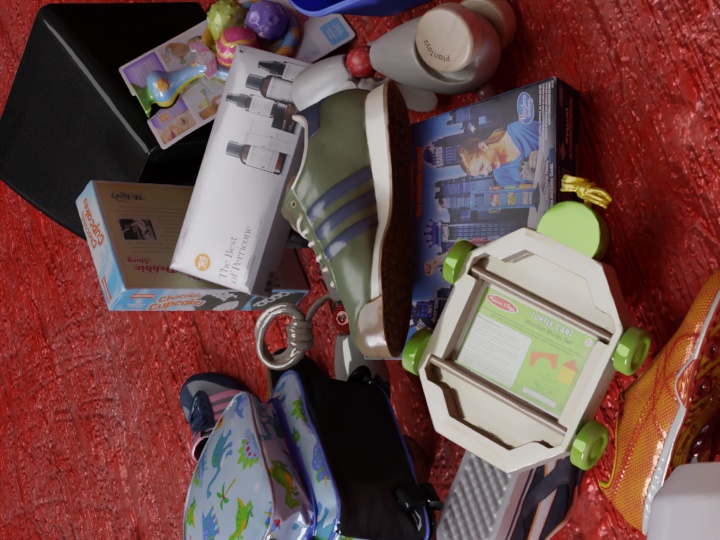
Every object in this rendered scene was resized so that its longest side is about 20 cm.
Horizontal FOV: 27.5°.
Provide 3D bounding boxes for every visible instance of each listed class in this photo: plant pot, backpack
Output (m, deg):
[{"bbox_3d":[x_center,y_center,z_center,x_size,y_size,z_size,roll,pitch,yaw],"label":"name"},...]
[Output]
[{"bbox_3d":[-0.220,-0.129,1.449,0.178,0.199,0.201,50,128,27],"label":"plant pot"},{"bbox_3d":[-0.053,0.196,1.117,0.183,0.146,0.201,-115,41,-52],"label":"backpack"}]

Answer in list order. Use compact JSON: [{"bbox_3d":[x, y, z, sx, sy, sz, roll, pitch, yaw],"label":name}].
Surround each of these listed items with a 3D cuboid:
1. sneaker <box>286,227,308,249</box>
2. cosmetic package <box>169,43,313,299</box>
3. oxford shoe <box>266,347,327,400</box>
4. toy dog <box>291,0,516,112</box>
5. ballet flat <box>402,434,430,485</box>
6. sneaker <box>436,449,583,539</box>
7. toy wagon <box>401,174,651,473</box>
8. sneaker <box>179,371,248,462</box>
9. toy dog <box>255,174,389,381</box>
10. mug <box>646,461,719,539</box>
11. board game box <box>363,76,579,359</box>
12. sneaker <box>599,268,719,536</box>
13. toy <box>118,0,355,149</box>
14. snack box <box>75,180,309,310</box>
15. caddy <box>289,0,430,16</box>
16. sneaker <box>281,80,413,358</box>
[{"bbox_3d":[-0.063,-0.121,1.327,0.090,0.066,0.202,-36,58,48],"label":"sneaker"},{"bbox_3d":[-0.092,-0.084,1.254,0.082,0.051,0.202,16,90,20],"label":"cosmetic package"},{"bbox_3d":[-0.048,0.167,1.310,0.071,0.071,0.201,-45,57,48],"label":"oxford shoe"},{"bbox_3d":[0.044,-0.145,1.154,0.199,0.131,0.097,-14,100,57],"label":"toy dog"},{"bbox_3d":[0.008,0.230,1.220,0.068,0.072,0.201,25,96,33],"label":"ballet flat"},{"bbox_3d":[0.126,0.129,1.082,0.078,0.079,0.201,22,83,44],"label":"sneaker"},{"bbox_3d":[0.121,0.034,0.997,0.155,0.039,0.201,28,97,30],"label":"toy wagon"},{"bbox_3d":[-0.138,0.153,1.416,0.200,0.082,0.071,30,114,49],"label":"sneaker"},{"bbox_3d":[0.000,0.000,1.225,0.131,0.096,0.202,18,103,25],"label":"toy dog"},{"bbox_3d":[0.252,0.196,0.887,0.149,0.185,0.155,109,163,-77],"label":"mug"},{"bbox_3d":[0.060,-0.033,1.093,0.198,0.062,0.202,-1,85,25],"label":"board game box"},{"bbox_3d":[0.205,0.082,0.971,0.077,0.073,0.201,41,121,43],"label":"sneaker"},{"bbox_3d":[-0.118,-0.205,1.317,0.199,0.047,0.115,-32,55,-1],"label":"toy"},{"bbox_3d":[-0.150,-0.021,1.335,0.037,0.199,0.117,-46,55,40],"label":"snack box"},{"bbox_3d":[0.002,-0.286,1.209,0.199,0.104,0.143,-9,84,52],"label":"caddy"},{"bbox_3d":[-0.013,-0.034,1.056,0.089,0.067,0.202,-5,76,21],"label":"sneaker"}]
